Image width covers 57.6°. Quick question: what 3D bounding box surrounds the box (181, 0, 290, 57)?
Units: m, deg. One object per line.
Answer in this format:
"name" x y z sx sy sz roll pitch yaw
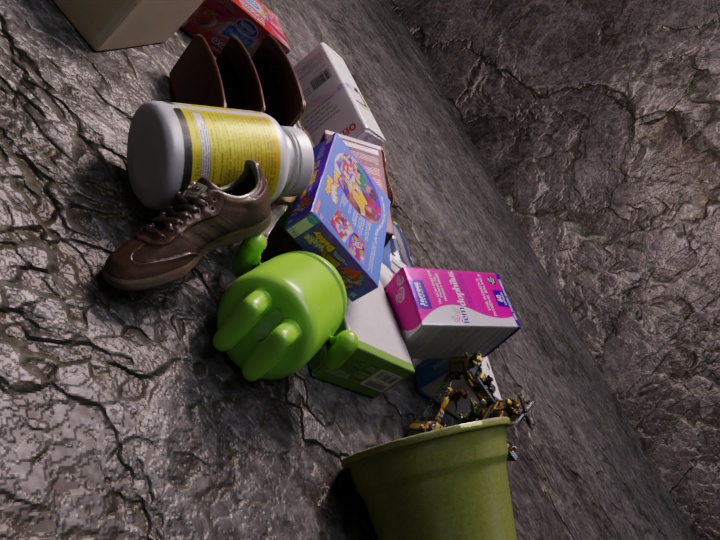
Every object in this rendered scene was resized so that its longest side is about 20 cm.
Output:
"box" -0.225 -0.433 1.131 0.199 0.095 0.101 27 34 -51

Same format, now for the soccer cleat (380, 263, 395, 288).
"soccer cleat" 0.000 0.000 1.059 0.086 0.070 0.202 -23 78 -52

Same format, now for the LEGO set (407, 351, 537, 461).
"LEGO set" 0.174 0.217 0.948 0.200 0.115 0.155 -41 106 -37

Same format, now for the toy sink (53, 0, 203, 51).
"toy sink" -0.298 -0.386 0.868 0.113 0.130 0.200 50 23 -11

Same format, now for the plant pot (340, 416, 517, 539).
"plant pot" 0.092 0.278 0.715 0.199 0.198 0.187 19 53 -56

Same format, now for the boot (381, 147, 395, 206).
"boot" 0.004 -0.215 1.340 0.202 0.072 0.166 63 20 7

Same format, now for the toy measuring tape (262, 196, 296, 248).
"toy measuring tape" -0.102 -0.067 0.857 0.074 0.073 0.201 47 33 -20

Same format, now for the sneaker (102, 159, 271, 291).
"sneaker" -0.172 -0.053 0.653 0.070 0.077 0.199 22 38 31

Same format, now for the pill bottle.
"pill bottle" -0.155 -0.128 0.755 0.198 0.112 0.114 -5 61 -42

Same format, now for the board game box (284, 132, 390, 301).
"board game box" -0.022 -0.076 0.869 0.135 0.044 0.202 48 30 -25

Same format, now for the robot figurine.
"robot figurine" -0.084 0.045 0.733 0.175 0.116 0.200 43 21 3

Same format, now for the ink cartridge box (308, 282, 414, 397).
"ink cartridge box" -0.019 0.057 0.911 0.147 0.075 0.202 30 32 -47

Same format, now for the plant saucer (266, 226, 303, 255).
"plant saucer" -0.129 -0.104 0.966 0.200 0.029 0.201 46 23 -26

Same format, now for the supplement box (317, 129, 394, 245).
"supplement box" -0.015 -0.125 1.048 0.107 0.061 0.202 13 47 -21

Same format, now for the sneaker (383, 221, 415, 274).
"sneaker" 0.057 0.012 1.134 0.074 0.081 0.202 75 -2 -56

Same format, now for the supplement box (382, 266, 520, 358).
"supplement box" 0.131 0.068 1.005 0.197 0.104 0.103 3 55 -32

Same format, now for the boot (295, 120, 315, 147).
"boot" -0.146 -0.257 1.082 0.202 0.074 0.097 57 19 -4

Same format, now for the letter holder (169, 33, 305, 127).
"letter holder" -0.167 -0.245 0.882 0.100 0.142 0.202 21 32 -41

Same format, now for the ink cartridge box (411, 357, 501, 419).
"ink cartridge box" 0.153 0.137 1.145 0.144 0.084 0.202 37 29 -37

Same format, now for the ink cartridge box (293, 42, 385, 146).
"ink cartridge box" -0.064 -0.279 1.189 0.084 0.144 0.202 14 46 -61
